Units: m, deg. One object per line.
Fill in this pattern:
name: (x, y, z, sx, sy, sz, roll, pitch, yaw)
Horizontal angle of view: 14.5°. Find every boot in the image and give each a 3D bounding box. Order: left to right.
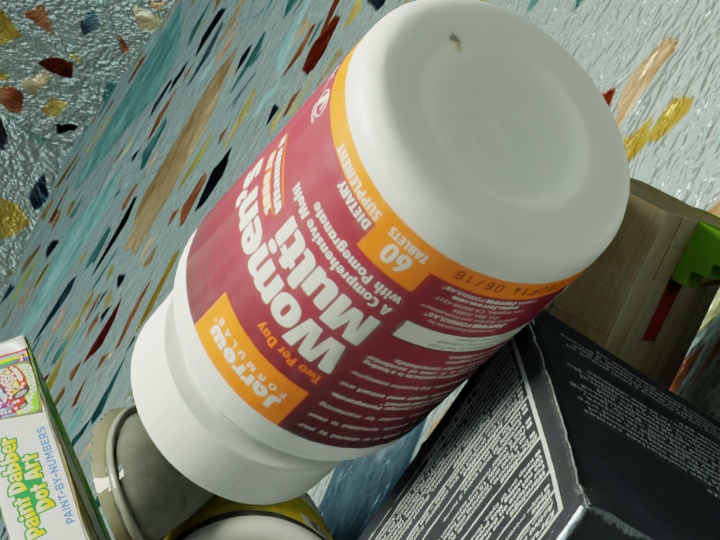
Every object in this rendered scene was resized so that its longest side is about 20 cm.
boot: (-0.021, 0.064, 1.391, 0.199, 0.073, 0.182, -16, 15, 18)

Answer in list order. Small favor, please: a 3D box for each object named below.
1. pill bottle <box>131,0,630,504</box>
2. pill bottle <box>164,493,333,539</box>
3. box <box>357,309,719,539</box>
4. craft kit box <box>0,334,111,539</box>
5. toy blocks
pill bottle: (0.000, 0.000, 1.011, 0.200, 0.109, 0.110, -46, 18, 45)
pill bottle: (-0.066, 0.162, 1.477, 0.115, 0.114, 0.200, -59, 11, 4)
box: (0.057, 0.149, 0.958, 0.201, 0.123, 0.199, -56, 10, 14)
craft kit box: (-0.147, 0.170, 1.499, 0.198, 0.048, 0.201, -111, 4, -46)
toy blocks: (0.086, 0.032, 1.113, 0.137, 0.100, 0.200, -64, -18, 6)
